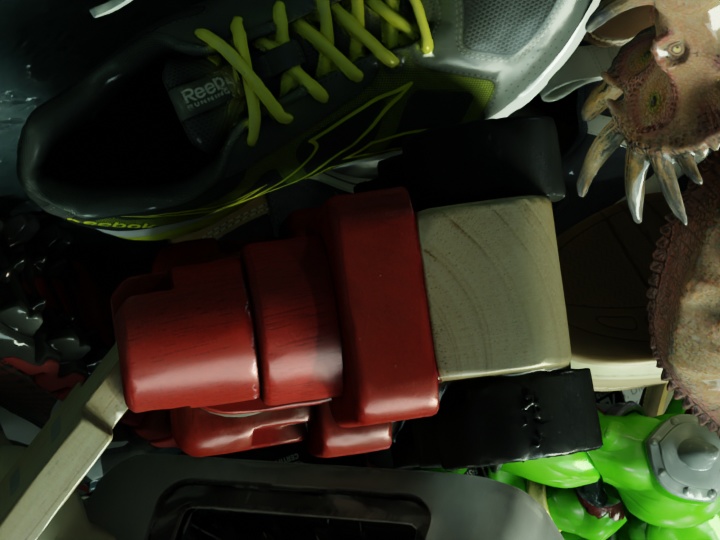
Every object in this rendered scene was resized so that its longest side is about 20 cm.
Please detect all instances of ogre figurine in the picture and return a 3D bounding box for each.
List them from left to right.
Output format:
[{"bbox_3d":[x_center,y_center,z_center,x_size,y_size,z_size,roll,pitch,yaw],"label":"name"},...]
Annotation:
[{"bbox_3d":[0.094,0.080,0.891,0.120,0.098,0.200,8,142,28],"label":"ogre figurine"}]

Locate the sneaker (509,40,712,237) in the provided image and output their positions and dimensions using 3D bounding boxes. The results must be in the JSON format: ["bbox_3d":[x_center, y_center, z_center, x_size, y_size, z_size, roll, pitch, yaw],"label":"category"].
[{"bbox_3d":[0.078,-0.028,0.913,0.129,0.080,0.199,-10,156,-21],"label":"sneaker"}]

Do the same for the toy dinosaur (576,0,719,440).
[{"bbox_3d":[0.124,-0.009,0.770,0.135,0.201,0.086,2,-166,-13],"label":"toy dinosaur"}]

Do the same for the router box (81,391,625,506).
[{"bbox_3d":[0.000,0.078,1.009,0.150,0.062,0.200,-22,179,35],"label":"router box"}]

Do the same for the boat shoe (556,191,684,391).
[{"bbox_3d":[0.131,0.011,0.871,0.200,0.072,0.065,-17,149,-36],"label":"boat shoe"}]

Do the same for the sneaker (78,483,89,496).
[{"bbox_3d":[-0.205,0.162,1.088,0.199,0.094,0.070,-21,158,0],"label":"sneaker"}]

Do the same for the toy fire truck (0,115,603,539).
[{"bbox_3d":[-0.040,0.037,0.725,0.199,0.129,0.176,-7,177,-7],"label":"toy fire truck"}]

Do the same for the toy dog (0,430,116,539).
[{"bbox_3d":[-0.182,0.057,0.774,0.139,0.194,0.200,-32,126,18],"label":"toy dog"}]

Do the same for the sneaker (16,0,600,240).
[{"bbox_3d":[-0.016,-0.057,0.735,0.200,0.075,0.085,-28,179,18],"label":"sneaker"}]

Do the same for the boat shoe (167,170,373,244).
[{"bbox_3d":[0.000,0.000,0.934,0.075,0.062,0.200,-34,156,26],"label":"boat shoe"}]

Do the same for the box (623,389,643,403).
[{"bbox_3d":[0.127,0.108,1.206,0.199,0.131,0.199,-26,158,12],"label":"box"}]

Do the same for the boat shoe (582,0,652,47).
[{"bbox_3d":[0.142,-0.119,0.768,0.200,0.068,0.072,-35,156,34],"label":"boat shoe"}]

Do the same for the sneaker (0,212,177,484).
[{"bbox_3d":[-0.124,0.038,0.898,0.098,0.071,0.200,-27,159,10],"label":"sneaker"}]

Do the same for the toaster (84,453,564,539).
[{"bbox_3d":[-0.025,0.166,0.820,0.199,0.181,0.119,2,143,23],"label":"toaster"}]

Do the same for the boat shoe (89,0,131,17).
[{"bbox_3d":[-0.057,-0.114,0.612,0.199,0.062,0.075,-23,160,8],"label":"boat shoe"}]

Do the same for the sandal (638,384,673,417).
[{"bbox_3d":[0.152,0.040,1.020,0.054,0.201,0.080,22,180,7],"label":"sandal"}]
